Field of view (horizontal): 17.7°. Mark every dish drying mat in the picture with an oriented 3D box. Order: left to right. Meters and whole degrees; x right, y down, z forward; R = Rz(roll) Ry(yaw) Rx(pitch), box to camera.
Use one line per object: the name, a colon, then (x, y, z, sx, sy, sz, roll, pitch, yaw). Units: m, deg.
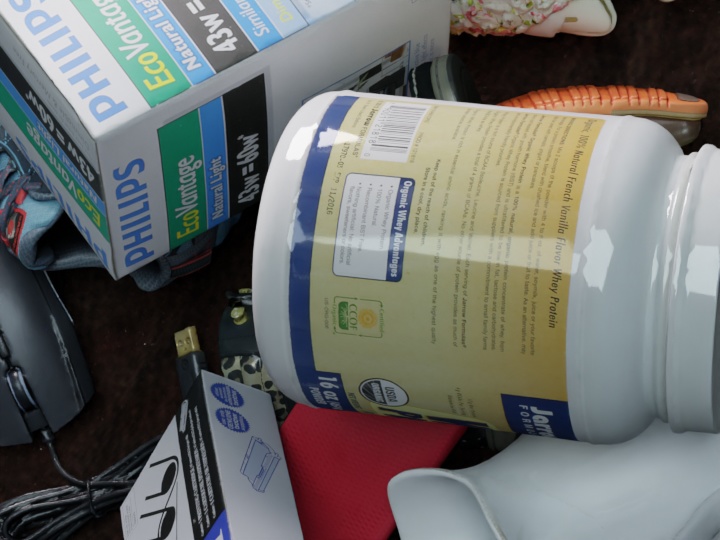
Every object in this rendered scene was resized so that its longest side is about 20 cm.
dish drying mat: (-0.016, 0.110, 1.139, 0.077, 0.018, 0.200, 42, 114, 17)

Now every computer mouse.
computer mouse: (-0.156, 0.039, 1.215, 0.140, 0.046, 0.201, -18, 73, 7)

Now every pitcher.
pitcher: (0.136, 0.105, 1.065, 0.199, 0.171, 0.122, -21, 108, -21)

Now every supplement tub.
supplement tub: (0.066, -0.001, 1.015, 0.199, 0.144, 0.145, 6, 76, 16)

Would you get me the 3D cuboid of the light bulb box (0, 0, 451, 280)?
light bulb box: (-0.090, -0.139, 1.136, 0.200, 0.125, 0.198, -30, 63, -18)

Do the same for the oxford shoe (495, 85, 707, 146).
oxford shoe: (0.082, -0.053, 1.195, 0.199, 0.071, 0.073, -9, 98, 8)

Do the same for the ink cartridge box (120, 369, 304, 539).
ink cartridge box: (-0.067, 0.144, 1.077, 0.044, 0.200, 0.094, 20, 116, -23)

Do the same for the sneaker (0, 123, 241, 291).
sneaker: (-0.166, -0.048, 1.202, 0.199, 0.079, 0.096, 17, 44, 12)

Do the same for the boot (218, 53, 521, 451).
boot: (0.000, 0.001, 1.150, 0.153, 0.074, 0.204, -6, 108, 12)

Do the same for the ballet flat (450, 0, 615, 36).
ballet flat: (0.133, -0.161, 1.198, 0.200, 0.076, 0.064, -28, 98, 7)
